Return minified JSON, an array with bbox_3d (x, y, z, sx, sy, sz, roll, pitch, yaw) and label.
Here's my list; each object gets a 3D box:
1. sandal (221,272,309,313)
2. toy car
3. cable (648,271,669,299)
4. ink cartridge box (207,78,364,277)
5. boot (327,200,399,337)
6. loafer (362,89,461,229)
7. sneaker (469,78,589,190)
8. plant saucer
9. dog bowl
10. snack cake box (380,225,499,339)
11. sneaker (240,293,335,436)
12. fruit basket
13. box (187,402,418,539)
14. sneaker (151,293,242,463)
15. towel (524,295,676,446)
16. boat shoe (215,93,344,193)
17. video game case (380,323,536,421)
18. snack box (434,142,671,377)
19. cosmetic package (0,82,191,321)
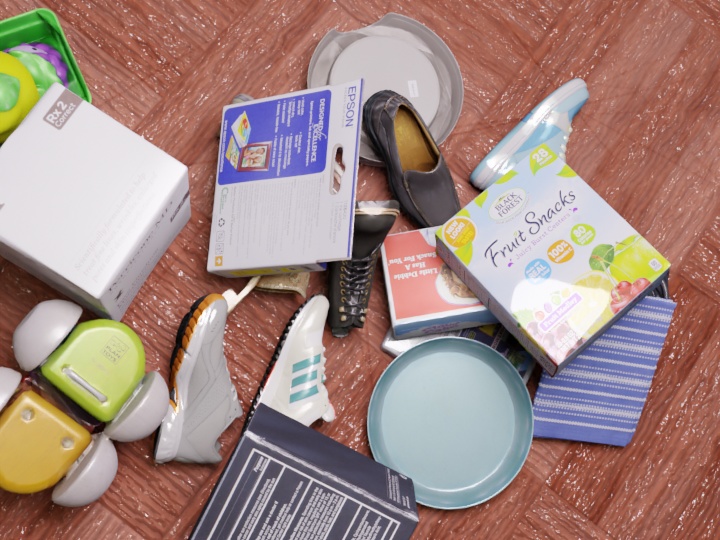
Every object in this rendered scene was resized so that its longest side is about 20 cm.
[{"bbox_3d":[-0.097,0.015,1.051,0.212,0.078,0.070,-44,92,-8],"label":"sandal"},{"bbox_3d":[-0.315,0.136,0.945,0.175,0.150,0.200,42,78,-17],"label":"toy car"},{"bbox_3d":[0.298,0.030,1.114,0.199,0.051,0.164,-23,81,-13],"label":"cable"},{"bbox_3d":[-0.076,-0.097,0.976,0.199,0.047,0.199,-3,76,31],"label":"ink cartridge box"},{"bbox_3d":[0.000,0.000,1.004,0.077,0.200,0.140,2,81,-7],"label":"boot"},{"bbox_3d":[0.070,-0.119,1.058,0.073,0.072,0.201,-37,111,-8],"label":"loafer"},{"bbox_3d":[0.249,-0.143,1.143,0.200,0.080,0.131,-44,86,-6],"label":"sneaker"},{"bbox_3d":[0.106,0.180,1.056,0.198,0.027,0.202,0,87,-5],"label":"plant saucer"},{"bbox_3d":[0.028,-0.224,1.129,0.198,0.059,0.202,2,78,-10],"label":"dog bowl"},{"bbox_3d":[0.128,0.006,1.055,0.198,0.067,0.116,-9,70,2],"label":"snack cake box"},{"bbox_3d":[-0.064,0.130,1.033,0.093,0.070,0.201,25,79,-7],"label":"sneaker"},{"bbox_3d":[-0.408,-0.199,0.973,0.214,0.216,0.156,-24,83,-14],"label":"fruit basket"},{"bbox_3d":[-0.071,0.280,0.941,0.197,0.123,0.201,27,96,-4],"label":"box"},{"bbox_3d":[-0.170,0.125,1.002,0.091,0.076,0.202,14,100,-20],"label":"sneaker"},{"bbox_3d":[0.285,0.117,1.064,0.144,0.024,0.202,8,108,-14],"label":"towel"},{"bbox_3d":[-0.092,-0.133,1.075,0.199,0.076,0.072,36,83,20],"label":"boat shoe"},{"bbox_3d":[0.148,0.056,1.109,0.181,0.023,0.201,30,73,-2],"label":"video game case"},{"bbox_3d":[0.207,-0.014,0.983,0.168,0.068,0.200,-40,70,-9],"label":"snack box"},{"bbox_3d":[-0.296,-0.062,0.961,0.164,0.200,0.166,32,76,-3],"label":"cosmetic package"}]
